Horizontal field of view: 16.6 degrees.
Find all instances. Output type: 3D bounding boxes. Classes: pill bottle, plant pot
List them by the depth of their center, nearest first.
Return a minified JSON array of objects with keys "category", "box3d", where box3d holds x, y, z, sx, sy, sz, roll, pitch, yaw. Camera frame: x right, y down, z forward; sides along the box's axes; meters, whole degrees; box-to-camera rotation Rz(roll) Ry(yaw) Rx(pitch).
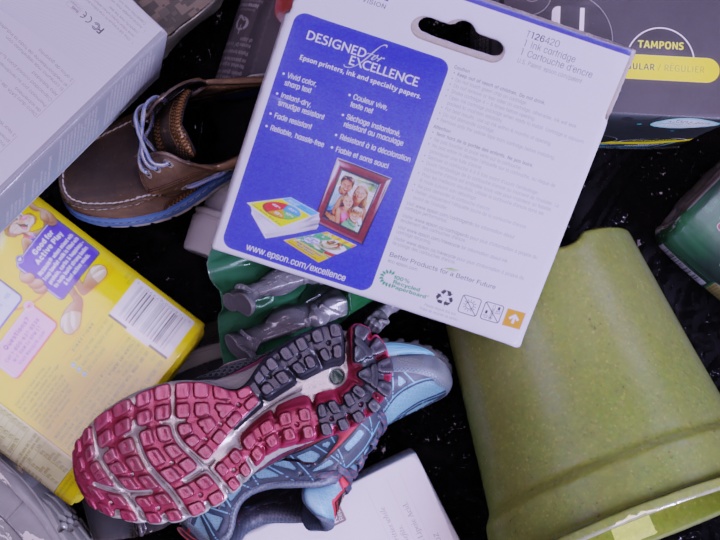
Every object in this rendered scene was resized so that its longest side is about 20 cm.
[{"category":"plant pot","box3d":[0.141,0.081,1.552,0.199,0.200,0.185,-21,77,-2]},{"category":"pill bottle","box3d":[-0.045,-0.096,1.578,0.110,0.111,0.201,18,88,-1]}]

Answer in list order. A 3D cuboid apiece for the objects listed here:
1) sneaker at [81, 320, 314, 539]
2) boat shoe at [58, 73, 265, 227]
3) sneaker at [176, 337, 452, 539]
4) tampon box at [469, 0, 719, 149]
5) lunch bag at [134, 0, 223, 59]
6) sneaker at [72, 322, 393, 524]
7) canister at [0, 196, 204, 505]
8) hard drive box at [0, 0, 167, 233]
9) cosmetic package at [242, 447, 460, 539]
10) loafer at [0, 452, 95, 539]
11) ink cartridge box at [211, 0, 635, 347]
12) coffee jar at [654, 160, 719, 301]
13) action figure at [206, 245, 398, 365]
[{"category":"sneaker","box3d":[-0.100,0.097,1.598,0.199,0.075,0.107,-19,102,-3]},{"category":"boat shoe","box3d":[-0.104,-0.084,1.499,0.199,0.072,0.073,-19,73,16]},{"category":"sneaker","box3d":[-0.024,0.119,1.532,0.199,0.079,0.096,-27,59,-4]},{"category":"tampon box","box3d":[0.146,-0.148,1.541,0.149,0.200,0.127,2,88,-1]},{"category":"lunch bag","box3d":[-0.187,-0.208,1.573,0.164,0.118,0.200,-37,85,2]},{"category":"sneaker","box3d":[-0.074,0.095,1.464,0.199,0.075,0.081,-20,87,-6]},{"category":"canister","box3d":[-0.213,0.030,1.510,0.200,0.087,0.149,37,84,-1]},{"category":"hard drive box","box3d":[-0.237,-0.112,1.448,0.156,0.077,0.200,43,72,5]},{"category":"cosmetic package","box3d":[-0.032,0.205,1.583,0.199,0.081,0.113,-27,89,-3]},{"category":"loafer","box3d":[-0.230,0.163,1.589,0.070,0.070,0.200,-43,86,8]},{"category":"ink cartridge box","box3d":[0.035,-0.075,1.429,0.196,0.047,0.201,18,112,-4]},{"category":"coffee jar","box3d":[0.293,0.012,1.597,0.104,0.085,0.200,-45,90,-3]},{"category":"action figure","box3d":[0.000,0.000,1.547,0.199,0.055,0.119,-25,130,-32]}]
